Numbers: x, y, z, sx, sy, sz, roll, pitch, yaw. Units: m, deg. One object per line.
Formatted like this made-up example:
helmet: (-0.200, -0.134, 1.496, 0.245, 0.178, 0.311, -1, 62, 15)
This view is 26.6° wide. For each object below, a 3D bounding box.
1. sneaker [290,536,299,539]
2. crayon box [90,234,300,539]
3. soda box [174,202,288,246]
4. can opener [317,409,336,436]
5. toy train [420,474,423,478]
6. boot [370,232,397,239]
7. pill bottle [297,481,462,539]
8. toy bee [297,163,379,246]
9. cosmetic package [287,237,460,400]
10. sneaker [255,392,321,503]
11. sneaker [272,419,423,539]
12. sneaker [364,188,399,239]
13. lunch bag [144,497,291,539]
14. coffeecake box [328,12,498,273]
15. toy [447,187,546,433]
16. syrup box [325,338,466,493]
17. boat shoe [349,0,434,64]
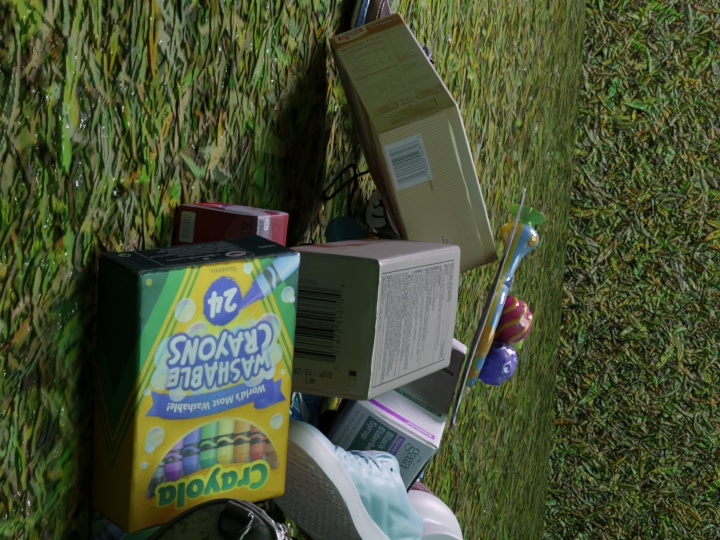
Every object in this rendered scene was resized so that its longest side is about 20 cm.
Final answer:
sneaker: (-0.088, 0.256, 1.255, 0.200, 0.087, 0.075, 131, -42, -71)
crayon box: (-0.107, 0.086, 0.984, 0.125, 0.051, 0.203, -8, 110, -40)
soda box: (-0.100, 0.055, 1.087, 0.070, 0.063, 0.203, -12, 110, -74)
can opener: (-0.021, 0.203, 1.274, 0.063, 0.078, 0.202, 42, 34, -44)
toy train: (0.005, 0.199, 1.558, 0.200, 0.085, 0.116, -49, 135, -62)
boot: (0.009, 0.069, 1.512, 0.202, 0.069, 0.133, -90, -171, -46)
pill bottle: (0.022, 0.236, 1.361, 0.200, 0.111, 0.115, -150, -117, -64)
toy bee: (0.000, 0.000, 1.326, 0.130, 0.109, 0.201, -24, -153, 54)
cosmetic package: (0.005, 0.031, 1.151, 0.200, 0.086, 0.105, -6, 102, -69)
sneaker: (-0.066, 0.099, 1.224, 0.090, 0.077, 0.203, -45, 141, -62)
sneaker: (-0.011, 0.161, 1.159, 0.201, 0.073, 0.083, 59, 43, -41)
sneaker: (0.054, -0.061, 1.525, 0.066, 0.091, 0.201, -35, 163, -16)
lunch bag: (-0.097, 0.254, 0.983, 0.169, 0.138, 0.201, -55, 155, -23)
coffeecake box: (0.043, -0.108, 1.316, 0.201, 0.072, 0.155, -112, -177, -57)
toy: (0.124, 0.042, 1.311, 0.115, 0.047, 0.203, 86, 19, -76)
syrup box: (0.028, 0.115, 1.302, 0.079, 0.081, 0.200, -58, -179, 24)
boat shoe: (0.034, -0.194, 1.464, 0.201, 0.071, 0.073, 77, 25, -55)
